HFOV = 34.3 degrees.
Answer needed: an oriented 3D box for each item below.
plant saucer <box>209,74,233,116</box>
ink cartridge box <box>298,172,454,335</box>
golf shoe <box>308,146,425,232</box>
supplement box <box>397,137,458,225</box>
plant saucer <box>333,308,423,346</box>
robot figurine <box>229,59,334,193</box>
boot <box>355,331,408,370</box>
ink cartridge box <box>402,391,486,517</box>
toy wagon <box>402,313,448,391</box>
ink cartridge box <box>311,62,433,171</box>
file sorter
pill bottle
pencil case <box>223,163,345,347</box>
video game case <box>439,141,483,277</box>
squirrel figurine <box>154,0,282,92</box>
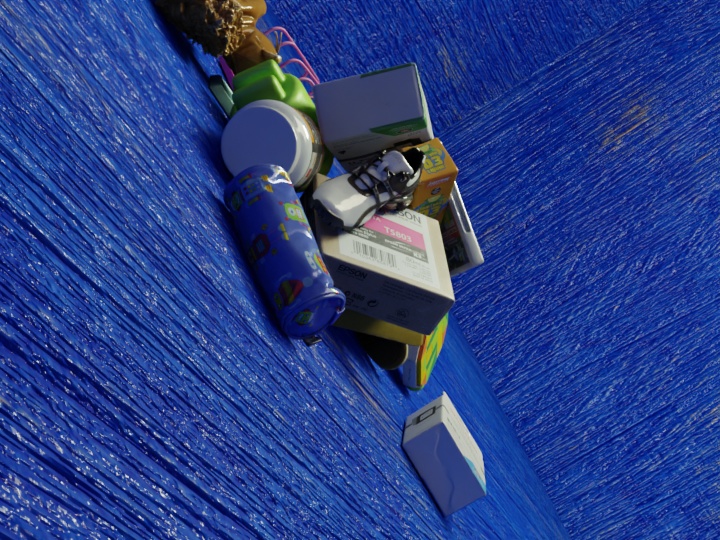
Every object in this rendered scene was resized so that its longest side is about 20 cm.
[{"bbox_3d":[-0.163,-0.202,1.734,0.201,0.019,0.070,58,7,-24],"label":"plant saucer"},{"bbox_3d":[0.014,-0.021,1.516,0.198,0.075,0.166,19,38,-23],"label":"ink cartridge box"},{"bbox_3d":[0.011,-0.113,1.474,0.078,0.095,0.199,45,36,13],"label":"golf shoe"},{"bbox_3d":[0.078,-0.094,1.647,0.069,0.066,0.201,59,-24,29],"label":"supplement box"},{"bbox_3d":[0.000,0.000,1.610,0.199,0.048,0.201,18,36,-46],"label":"plant saucer"},{"bbox_3d":[-0.109,-0.195,1.652,0.177,0.114,0.201,-99,163,-50],"label":"robot figurine"},{"bbox_3d":[0.028,0.071,1.749,0.202,0.071,0.155,62,4,23],"label":"boot"},{"bbox_3d":[0.117,0.250,1.618,0.117,0.066,0.200,59,7,-2],"label":"ink cartridge box"},{"bbox_3d":[0.109,0.089,1.856,0.156,0.039,0.201,88,22,-44],"label":"toy wagon"},{"bbox_3d":[0.024,-0.210,1.628,0.200,0.144,0.084,35,43,-79],"label":"ink cartridge box"},{"bbox_3d":[-0.123,-0.277,1.899,0.139,0.125,0.201,50,11,-51],"label":"file sorter"},{"bbox_3d":[-0.111,-0.154,1.474,0.117,0.116,0.200,59,6,-1],"label":"pill bottle"},{"bbox_3d":[-0.080,-0.020,1.264,0.086,0.078,0.201,6,47,-44],"label":"pencil case"},{"bbox_3d":[0.105,-0.077,1.716,0.185,0.023,0.200,71,-21,4],"label":"video game case"},{"bbox_3d":[-0.199,-0.345,1.667,0.188,0.141,0.200,60,22,0],"label":"squirrel figurine"}]
